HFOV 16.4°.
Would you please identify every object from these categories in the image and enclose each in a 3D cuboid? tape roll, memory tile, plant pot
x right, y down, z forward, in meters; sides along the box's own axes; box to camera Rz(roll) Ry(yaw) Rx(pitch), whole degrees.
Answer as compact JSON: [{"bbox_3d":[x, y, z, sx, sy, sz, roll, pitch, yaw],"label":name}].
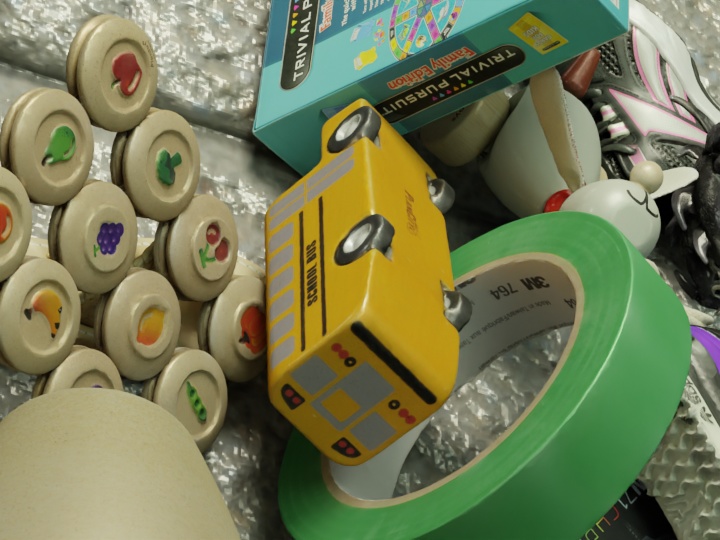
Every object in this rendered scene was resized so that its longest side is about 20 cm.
[{"bbox_3d":[0.054,0.062,1.121,0.048,0.200,0.201,46,43,-24],"label":"tape roll"},{"bbox_3d":[-0.105,0.005,1.097,0.153,0.017,0.200,-53,133,-36],"label":"memory tile"},{"bbox_3d":[-0.110,0.147,0.993,0.187,0.187,0.200,21,36,-18],"label":"plant pot"}]

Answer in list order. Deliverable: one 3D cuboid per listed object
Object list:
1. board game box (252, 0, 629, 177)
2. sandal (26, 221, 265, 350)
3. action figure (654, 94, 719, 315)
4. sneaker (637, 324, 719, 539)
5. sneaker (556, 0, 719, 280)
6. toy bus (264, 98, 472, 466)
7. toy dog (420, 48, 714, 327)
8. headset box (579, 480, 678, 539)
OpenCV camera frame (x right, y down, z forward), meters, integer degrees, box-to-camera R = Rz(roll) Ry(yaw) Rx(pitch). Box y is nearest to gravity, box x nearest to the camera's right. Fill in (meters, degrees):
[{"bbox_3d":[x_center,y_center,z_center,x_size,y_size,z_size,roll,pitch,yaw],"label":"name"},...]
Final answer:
[{"bbox_3d":[0.042,-0.149,1.267,0.047,0.200,0.151,40,41,-36],"label":"board game box"},{"bbox_3d":[-0.114,-0.005,1.150,0.211,0.070,0.078,5,50,-29],"label":"sandal"},{"bbox_3d":[0.218,-0.004,1.274,0.102,0.119,0.200,-3,54,-21],"label":"action figure"},{"bbox_3d":[0.189,0.108,1.135,0.099,0.070,0.200,-8,65,-37],"label":"sneaker"},{"bbox_3d":[0.152,-0.075,1.369,0.200,0.080,0.086,40,57,6],"label":"sneaker"},{"bbox_3d":[0.000,0.000,1.167,0.065,0.078,0.200,44,20,-24],"label":"toy bus"},{"bbox_3d":[0.115,-0.061,1.264,0.132,0.096,0.200,34,3,-42],"label":"toy dog"},{"bbox_3d":[0.153,0.193,1.165,0.200,0.093,0.174,48,48,5],"label":"headset box"}]
